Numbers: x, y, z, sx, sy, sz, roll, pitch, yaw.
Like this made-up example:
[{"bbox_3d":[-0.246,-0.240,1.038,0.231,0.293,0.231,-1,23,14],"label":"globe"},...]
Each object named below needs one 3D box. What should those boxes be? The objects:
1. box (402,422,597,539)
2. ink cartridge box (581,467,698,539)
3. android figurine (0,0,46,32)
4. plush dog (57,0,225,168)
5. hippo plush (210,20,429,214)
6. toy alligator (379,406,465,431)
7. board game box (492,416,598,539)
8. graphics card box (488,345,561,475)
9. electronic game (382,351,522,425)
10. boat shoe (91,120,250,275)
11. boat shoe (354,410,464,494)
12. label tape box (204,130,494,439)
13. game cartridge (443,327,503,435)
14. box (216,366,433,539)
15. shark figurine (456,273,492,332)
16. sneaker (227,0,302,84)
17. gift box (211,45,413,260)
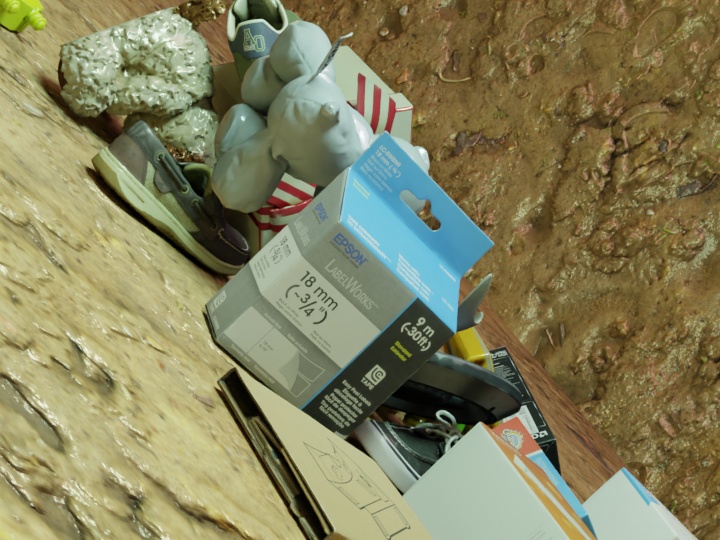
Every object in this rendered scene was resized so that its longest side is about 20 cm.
[{"bbox_3d":[0.139,0.239,1.212,0.124,0.097,0.200,39,10,-48],"label":"box"},{"bbox_3d":[0.322,0.340,1.660,0.200,0.125,0.129,42,8,-33],"label":"ink cartridge box"},{"bbox_3d":[-0.365,-0.296,1.423,0.200,0.041,0.182,48,6,23],"label":"android figurine"},{"bbox_3d":[-0.177,-0.151,1.416,0.200,0.159,0.174,-89,161,-79],"label":"plush dog"},{"bbox_3d":[-0.014,-0.112,1.285,0.160,0.199,0.161,29,51,-27],"label":"hippo plush"},{"bbox_3d":[0.035,0.102,1.460,0.199,0.060,0.054,36,-17,-21],"label":"toy alligator"},{"bbox_3d":[0.186,0.254,1.407,0.201,0.040,0.153,65,-5,-35],"label":"board game box"},{"bbox_3d":[0.171,0.186,1.652,0.200,0.050,0.127,-114,-169,-61],"label":"graphics card box"},{"bbox_3d":[0.046,0.093,1.341,0.197,0.042,0.200,14,-15,4],"label":"electronic game"},{"bbox_3d":[-0.146,-0.060,1.300,0.201,0.066,0.072,39,9,-50],"label":"boat shoe"},{"bbox_3d":[0.066,0.163,1.319,0.199,0.068,0.074,40,9,-47],"label":"boat shoe"},{"bbox_3d":[-0.001,0.016,1.187,0.144,0.200,0.063,43,8,-26],"label":"label tape box"},{"bbox_3d":[0.120,0.140,1.621,0.200,0.032,0.179,-119,-164,-73],"label":"game cartridge"},{"bbox_3d":[-0.008,0.160,1.072,0.200,0.021,0.164,39,11,-48],"label":"box"},{"bbox_3d":[0.004,0.013,1.332,0.213,0.128,0.090,25,-38,38],"label":"shark figurine"},{"bbox_3d":[-0.087,-0.229,1.433,0.201,0.066,0.091,-89,167,-61],"label":"sneaker"},{"bbox_3d":[-0.055,-0.115,1.496,0.187,0.182,0.202,-128,-152,-50],"label":"gift box"}]
